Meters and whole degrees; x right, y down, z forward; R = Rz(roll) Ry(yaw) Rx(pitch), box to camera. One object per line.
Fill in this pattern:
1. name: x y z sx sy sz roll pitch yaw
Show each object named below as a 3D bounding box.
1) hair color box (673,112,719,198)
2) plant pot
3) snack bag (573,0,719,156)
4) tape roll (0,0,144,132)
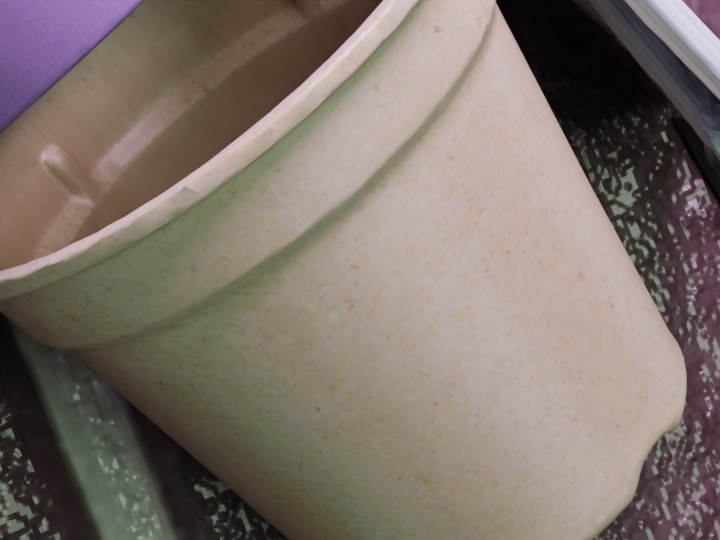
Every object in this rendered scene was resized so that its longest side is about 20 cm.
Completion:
1. hair color box: 0.224 -0.090 0.949 0.200 0.111 0.064 -34 97 -24
2. plant pot: 0.000 0.000 0.803 0.200 0.200 0.184 -49 115 -22
3. snack bag: 0.066 -0.105 0.838 0.021 0.200 0.189 -44 105 5
4. tape roll: -0.087 -0.112 0.757 0.066 0.200 0.200 47 67 -12
